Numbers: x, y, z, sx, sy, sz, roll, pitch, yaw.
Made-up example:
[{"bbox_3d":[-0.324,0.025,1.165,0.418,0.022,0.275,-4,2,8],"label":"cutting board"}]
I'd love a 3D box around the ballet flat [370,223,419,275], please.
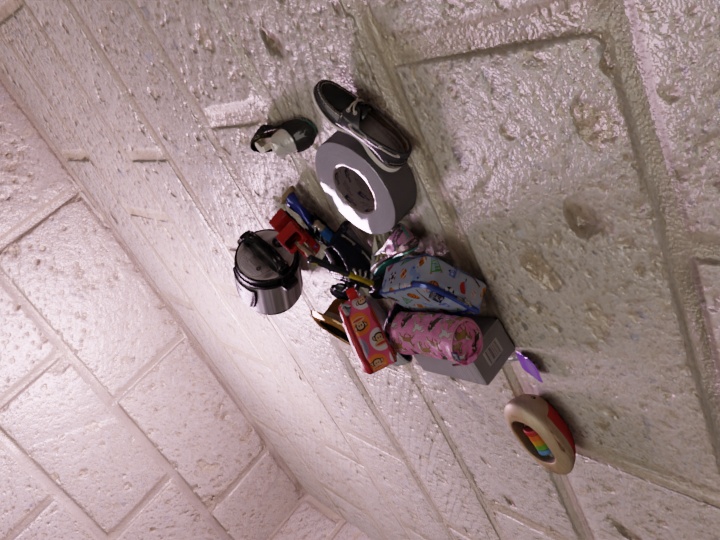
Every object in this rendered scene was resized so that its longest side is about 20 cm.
[{"bbox_3d":[0.059,-0.048,1.338,0.072,0.068,0.200,63,159,5],"label":"ballet flat"}]

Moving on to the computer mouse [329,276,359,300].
[{"bbox_3d":[-0.033,0.035,1.608,0.058,0.035,0.200,28,163,-5],"label":"computer mouse"}]

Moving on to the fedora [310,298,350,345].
[{"bbox_3d":[-0.028,0.127,1.678,0.197,0.083,0.201,28,166,8],"label":"fedora"}]

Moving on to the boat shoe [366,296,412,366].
[{"bbox_3d":[0.067,0.142,1.608,0.070,0.070,0.204,-9,121,37],"label":"boat shoe"}]

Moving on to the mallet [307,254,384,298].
[{"bbox_3d":[-0.022,0.011,1.379,0.196,0.042,0.066,20,164,-17],"label":"mallet"}]

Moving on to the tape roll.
[{"bbox_3d":[0.008,-0.166,1.242,0.199,0.066,0.202,37,154,22],"label":"tape roll"}]

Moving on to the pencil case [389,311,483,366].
[{"bbox_3d":[0.138,0.126,1.278,0.082,0.088,0.198,30,165,-32],"label":"pencil case"}]

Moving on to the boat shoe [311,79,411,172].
[{"bbox_3d":[0.004,-0.248,1.121,0.200,0.074,0.060,45,155,-3],"label":"boat shoe"}]

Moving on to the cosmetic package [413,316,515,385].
[{"bbox_3d":[0.196,0.151,1.356,0.091,0.107,0.198,54,156,-21],"label":"cosmetic package"}]

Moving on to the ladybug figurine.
[{"bbox_3d":[0.371,0.327,1.371,0.202,0.072,0.135,55,154,-16],"label":"ladybug figurine"}]

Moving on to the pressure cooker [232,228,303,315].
[{"bbox_3d":[-0.237,-0.007,1.738,0.170,0.183,0.202,2,146,1],"label":"pressure cooker"}]

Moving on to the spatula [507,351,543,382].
[{"bbox_3d":[0.282,0.174,1.352,0.198,0.021,0.057,14,141,50],"label":"spatula"}]

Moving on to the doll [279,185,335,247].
[{"bbox_3d":[-0.098,-0.100,1.518,0.200,0.048,0.136,46,171,-1],"label":"doll"}]

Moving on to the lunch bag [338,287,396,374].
[{"bbox_3d":[0.010,0.120,1.412,0.200,0.080,0.180,73,173,-84],"label":"lunch bag"}]

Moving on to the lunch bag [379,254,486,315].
[{"bbox_3d":[0.138,0.038,1.279,0.158,0.077,0.199,28,164,-23],"label":"lunch bag"}]

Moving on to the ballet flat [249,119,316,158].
[{"bbox_3d":[-0.162,-0.259,1.372,0.198,0.068,0.069,8,135,53],"label":"ballet flat"}]

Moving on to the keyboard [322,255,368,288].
[{"bbox_3d":[-0.033,0.007,1.587,0.198,0.040,0.105,12,138,50],"label":"keyboard"}]

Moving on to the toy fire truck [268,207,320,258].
[{"bbox_3d":[-0.139,-0.069,1.523,0.141,0.049,0.200,48,-177,37],"label":"toy fire truck"}]

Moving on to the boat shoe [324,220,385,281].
[{"bbox_3d":[0.000,0.000,1.447,0.201,0.093,0.074,52,139,-10],"label":"boat shoe"}]

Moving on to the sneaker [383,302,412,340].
[{"bbox_3d":[0.093,0.101,1.474,0.070,0.082,0.201,39,154,15],"label":"sneaker"}]
